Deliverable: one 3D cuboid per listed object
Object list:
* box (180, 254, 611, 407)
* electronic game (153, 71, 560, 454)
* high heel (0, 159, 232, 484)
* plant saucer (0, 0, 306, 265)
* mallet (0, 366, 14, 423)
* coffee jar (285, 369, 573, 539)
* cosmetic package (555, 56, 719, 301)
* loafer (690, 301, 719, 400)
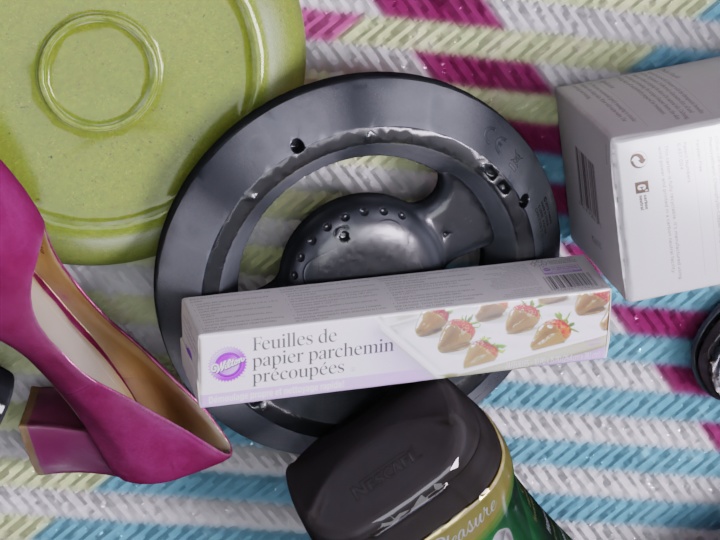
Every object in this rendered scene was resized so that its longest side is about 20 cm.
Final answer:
[{"bbox_3d":[0.018,0.027,1.095,0.200,0.041,0.039,-7,117,-15],"label":"box"},{"bbox_3d":[0.000,0.000,1.124,0.200,0.042,0.200,-7,117,-14],"label":"electronic game"},{"bbox_3d":[-0.122,0.023,1.072,0.096,0.067,0.200,-3,126,10],"label":"high heel"},{"bbox_3d":[-0.121,-0.094,1.084,0.200,0.031,0.200,-3,108,-10],"label":"plant saucer"},{"bbox_3d":[-0.226,0.122,1.133,0.066,0.041,0.200,17,108,-17],"label":"mallet"},{"bbox_3d":[0.053,0.142,1.141,0.104,0.085,0.200,-35,123,4],"label":"coffee jar"},{"bbox_3d":[0.203,-0.056,1.114,0.200,0.108,0.085,-10,109,-6],"label":"cosmetic package"},{"bbox_3d":[0.261,0.014,1.169,0.200,0.063,0.072,-24,110,-2],"label":"loafer"}]
